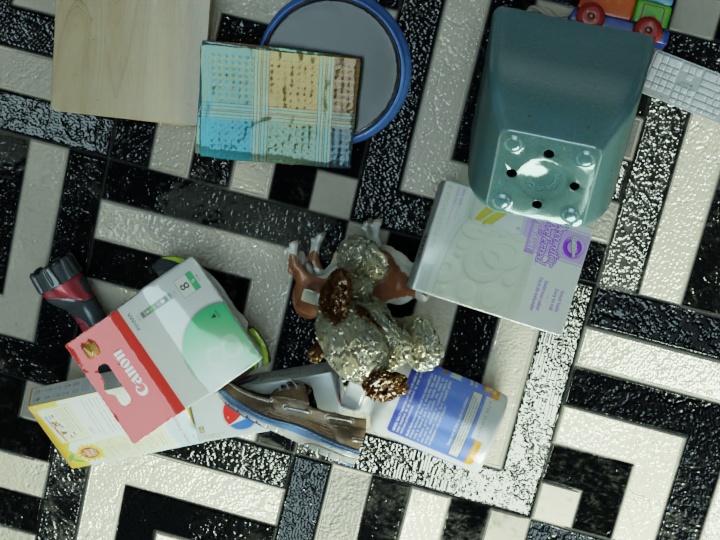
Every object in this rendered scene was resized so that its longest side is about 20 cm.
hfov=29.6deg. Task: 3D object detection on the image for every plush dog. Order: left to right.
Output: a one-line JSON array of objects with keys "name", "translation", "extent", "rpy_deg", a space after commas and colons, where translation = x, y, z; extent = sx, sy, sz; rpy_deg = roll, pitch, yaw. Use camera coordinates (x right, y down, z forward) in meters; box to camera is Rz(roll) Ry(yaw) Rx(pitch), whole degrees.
[{"name": "plush dog", "translation": [-0.006, 0.076, 1.657], "extent": [0.160, 0.172, 0.200], "rpy_deg": [-32, 97, 8]}]

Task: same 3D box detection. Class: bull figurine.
[{"name": "bull figurine", "translation": [0.000, 0.000, 1.767], "extent": [0.200, 0.065, 0.122], "rpy_deg": [-14, 95, 7]}]

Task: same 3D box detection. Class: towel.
[{"name": "towel", "translation": [-0.105, -0.206, 1.707], "extent": [0.200, 0.022, 0.147], "rpy_deg": [5, 103, -4]}]

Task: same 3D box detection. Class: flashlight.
[{"name": "flashlight", "translation": [-0.370, 0.076, 1.836], "extent": [0.068, 0.068, 0.200], "rpy_deg": [-32, 102, -25]}]

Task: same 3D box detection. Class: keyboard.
[{"name": "keyboard", "translation": [0.442, -0.208, 1.659], "extent": [0.200, 0.011, 0.056], "rpy_deg": [26, 110, 20]}]

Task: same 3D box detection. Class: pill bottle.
[{"name": "pill bottle", "translation": [0.080, 0.175, 1.768], "extent": [0.200, 0.112, 0.112], "rpy_deg": [23, 104, 3]}]

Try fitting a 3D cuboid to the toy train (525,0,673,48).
[{"name": "toy train", "translation": [0.284, -0.343, 1.651], "extent": [0.200, 0.085, 0.116], "rpy_deg": [15, 93, 5]}]

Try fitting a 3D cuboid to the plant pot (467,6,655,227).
[{"name": "plant pot", "translation": [0.225, -0.161, 1.598], "extent": [0.195, 0.200, 0.197], "rpy_deg": [12, 131, 5]}]

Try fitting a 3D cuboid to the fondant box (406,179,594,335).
[{"name": "fondant box", "translation": [0.175, -0.016, 1.712], "extent": [0.200, 0.058, 0.145], "rpy_deg": [18, 89, -6]}]

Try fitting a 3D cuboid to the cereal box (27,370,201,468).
[{"name": "cereal box", "translation": [-0.325, 0.195, 1.831], "extent": [0.200, 0.040, 0.144], "rpy_deg": [-12, 133, 9]}]

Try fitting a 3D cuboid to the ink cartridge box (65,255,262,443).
[{"name": "ink cartridge box", "translation": [-0.251, 0.101, 1.733], "extent": [0.200, 0.050, 0.161], "rpy_deg": [-35, 91, -9]}]

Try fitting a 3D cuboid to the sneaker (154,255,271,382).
[{"name": "sneaker", "translation": [-0.206, 0.066, 1.789], "extent": [0.081, 0.074, 0.200], "rpy_deg": [-42, 93, -26]}]

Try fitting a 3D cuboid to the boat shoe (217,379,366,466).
[{"name": "boat shoe", "translation": [-0.085, 0.180, 1.754], "extent": [0.200, 0.072, 0.072], "rpy_deg": [24, 86, 6]}]

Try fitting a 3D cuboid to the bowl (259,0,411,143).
[{"name": "bowl", "translation": [-0.036, -0.257, 1.731], "extent": [0.200, 0.039, 0.201], "rpy_deg": [2, 102, 8]}]

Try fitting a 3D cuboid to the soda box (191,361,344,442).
[{"name": "soda box", "translation": [-0.123, 0.174, 1.820], "extent": [0.200, 0.064, 0.068], "rpy_deg": [-11, 100, 9]}]

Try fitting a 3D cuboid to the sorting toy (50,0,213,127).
[{"name": "sorting toy", "translation": [-0.285, -0.297, 1.742], "extent": [0.198, 0.070, 0.200], "rpy_deg": [7, 102, 6]}]
